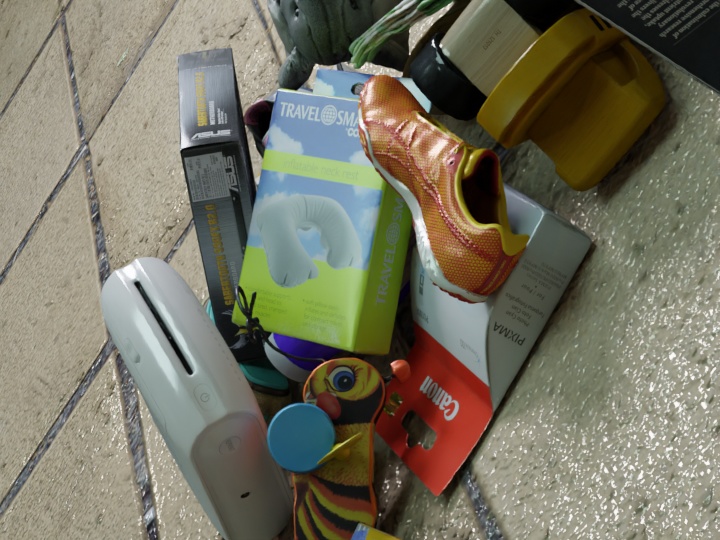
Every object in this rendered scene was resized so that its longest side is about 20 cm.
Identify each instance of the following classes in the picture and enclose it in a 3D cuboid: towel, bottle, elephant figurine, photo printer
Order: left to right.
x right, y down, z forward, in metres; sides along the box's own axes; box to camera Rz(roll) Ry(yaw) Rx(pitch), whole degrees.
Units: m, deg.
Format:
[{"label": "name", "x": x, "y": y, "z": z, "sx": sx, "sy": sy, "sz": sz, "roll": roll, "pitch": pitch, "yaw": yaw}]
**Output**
[{"label": "photo printer", "x": -0.120, "y": 0.093, "z": 1.413, "sx": 0.069, "sy": 0.201, "sz": 0.167, "roll": -29, "pitch": 57, "yaw": -9}, {"label": "elephant figurine", "x": -0.024, "y": -0.200, "z": 1.509, "sx": 0.141, "sy": 0.155, "sz": 0.201, "roll": -43, "pitch": 26, "yaw": 30}, {"label": "bottle", "x": 0.000, "y": 0.000, "z": 1.467, "sx": 0.200, "sy": 0.065, "sz": 0.084, "roll": -50, "pitch": 40, "yaw": 25}, {"label": "towel", "x": 0.078, "y": -0.216, "z": 1.376, "sx": 0.152, "sy": 0.023, "sz": 0.200, "roll": -42, "pitch": 6, "yaw": -25}]

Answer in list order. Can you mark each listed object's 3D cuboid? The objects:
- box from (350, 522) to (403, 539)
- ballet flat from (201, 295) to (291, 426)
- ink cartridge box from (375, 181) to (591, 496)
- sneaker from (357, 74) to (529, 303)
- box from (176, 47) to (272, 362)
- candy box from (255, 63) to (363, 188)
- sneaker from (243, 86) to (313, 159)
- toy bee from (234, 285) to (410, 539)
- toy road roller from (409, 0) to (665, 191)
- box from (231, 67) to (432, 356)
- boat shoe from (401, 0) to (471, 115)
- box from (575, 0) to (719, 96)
[{"label": "box", "x": -0.005, "y": 0.268, "z": 1.227, "sx": 0.201, "sy": 0.041, "sz": 0.119, "roll": -63, "pitch": 23, "yaw": -9}, {"label": "ballet flat", "x": -0.103, "y": 0.080, "z": 1.605, "sx": 0.071, "sy": 0.070, "sz": 0.200, "roll": -56, "pitch": 24, "yaw": 13}, {"label": "ink cartridge box", "x": 0.063, "y": 0.035, "z": 1.327, "sx": 0.201, "sy": 0.047, "sz": 0.160, "roll": -59, "pitch": 23, "yaw": 4}, {"label": "sneaker", "x": 0.059, "y": -0.066, "z": 1.284, "sx": 0.077, "sy": 0.073, "sz": 0.201, "roll": -49, "pitch": 49, "yaw": 24}, {"label": "box", "x": -0.107, "y": -0.053, "z": 1.545, "sx": 0.159, "sy": 0.048, "sz": 0.202, "roll": -101, "pitch": 2, "yaw": -56}, {"label": "candy box", "x": -0.018, "y": -0.069, "z": 1.591, "sx": 0.137, "sy": 0.061, "sz": 0.200, "roll": -54, "pitch": 24, "yaw": 19}, {"label": "sneaker", "x": -0.061, "y": -0.120, "z": 1.553, "sx": 0.071, "sy": 0.082, "sz": 0.200, "roll": -57, "pitch": 24, "yaw": 5}, {"label": "toy bee", "x": -0.013, "y": 0.104, "z": 1.325, "sx": 0.108, "sy": 0.202, "sz": 0.131, "roll": -13, "pitch": 13, "yaw": 2}, {"label": "toy road roller", "x": 0.140, "y": -0.137, "z": 1.306, "sx": 0.123, "sy": 0.146, "sz": 0.200, "roll": -49, "pitch": -10, "yaw": 27}, {"label": "box", "x": -0.019, "y": -0.048, "z": 1.409, "sx": 0.121, "sy": 0.047, "sz": 0.202, "roll": 11, "pitch": 90, "yaw": 37}, {"label": "boat shoe", "x": 0.111, "y": -0.194, "z": 1.464, "sx": 0.200, "sy": 0.074, "sz": 0.069, "roll": -40, "pitch": 7, "yaw": 36}, {"label": "box", "x": 0.200, "y": -0.242, "z": 1.160, "sx": 0.124, "sy": 0.196, "sz": 0.201, "roll": -35, "pitch": 35, "yaw": 43}]
